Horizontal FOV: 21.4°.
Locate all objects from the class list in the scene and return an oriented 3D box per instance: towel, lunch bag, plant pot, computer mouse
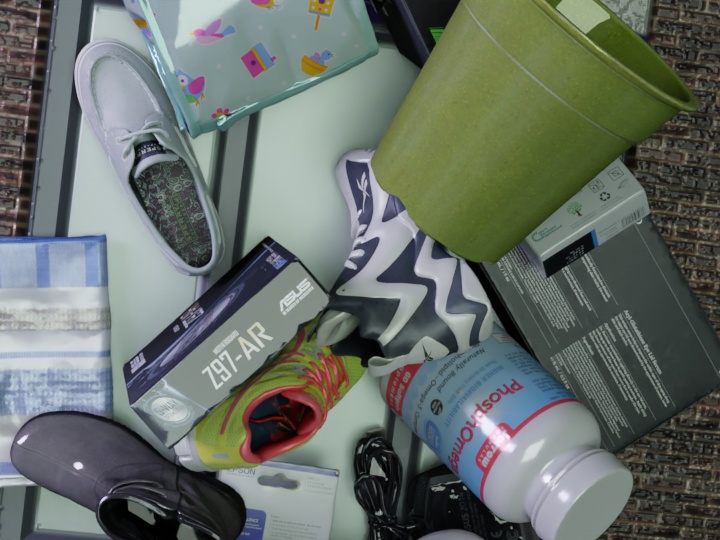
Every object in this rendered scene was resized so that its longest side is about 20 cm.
[{"bbox_3d":[-0.268,0.073,1.499,0.146,0.024,0.202,-1,95,-10],"label":"towel"},{"bbox_3d":[-0.094,-0.220,1.451,0.169,0.122,0.201,-24,93,-7],"label":"lunch bag"},{"bbox_3d":[0.109,-0.112,1.387,0.200,0.200,0.190,37,107,-11],"label":"plant pot"},{"bbox_3d":[0.097,0.188,1.559,0.198,0.053,0.140,-7,99,4],"label":"computer mouse"}]

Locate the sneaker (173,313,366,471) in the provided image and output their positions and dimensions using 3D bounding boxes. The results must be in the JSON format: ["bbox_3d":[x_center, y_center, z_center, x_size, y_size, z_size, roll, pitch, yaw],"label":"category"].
[{"bbox_3d":[-0.047,0.098,1.477,0.200,0.090,0.079,-39,116,-32],"label":"sneaker"}]

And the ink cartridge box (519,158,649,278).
[{"bbox_3d":[0.132,-0.094,1.502,0.099,0.039,0.200,-31,57,-3],"label":"ink cartridge box"}]

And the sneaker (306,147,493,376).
[{"bbox_3d":[0.000,0.000,1.464,0.129,0.080,0.200,-27,65,-14],"label":"sneaker"}]

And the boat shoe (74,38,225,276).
[{"bbox_3d":[-0.158,-0.088,1.477,0.070,0.072,0.202,-27,99,-6],"label":"boat shoe"}]

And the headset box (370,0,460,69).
[{"bbox_3d":[0.083,-0.267,1.458,0.199,0.093,0.175,-32,121,-7],"label":"headset box"}]

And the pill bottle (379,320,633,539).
[{"bbox_3d":[0.113,0.122,1.472,0.109,0.109,0.200,-45,57,-2],"label":"pill bottle"}]

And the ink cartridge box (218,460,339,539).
[{"bbox_3d":[-0.082,0.248,1.531,0.099,0.039,0.202,10,95,-10],"label":"ink cartridge box"}]

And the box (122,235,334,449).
[{"bbox_3d":[-0.104,0.049,1.434,0.160,0.200,0.044,-42,100,-2],"label":"box"}]

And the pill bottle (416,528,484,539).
[{"bbox_3d":[0.100,0.305,1.518,0.112,0.112,0.200,-39,123,-4],"label":"pill bottle"}]

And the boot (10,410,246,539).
[{"bbox_3d":[-0.181,0.164,1.431,0.199,0.132,0.070,18,96,4],"label":"boot"}]

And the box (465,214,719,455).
[{"bbox_3d":[0.192,0.033,1.542,0.141,0.079,0.201,-31,99,-3],"label":"box"}]
